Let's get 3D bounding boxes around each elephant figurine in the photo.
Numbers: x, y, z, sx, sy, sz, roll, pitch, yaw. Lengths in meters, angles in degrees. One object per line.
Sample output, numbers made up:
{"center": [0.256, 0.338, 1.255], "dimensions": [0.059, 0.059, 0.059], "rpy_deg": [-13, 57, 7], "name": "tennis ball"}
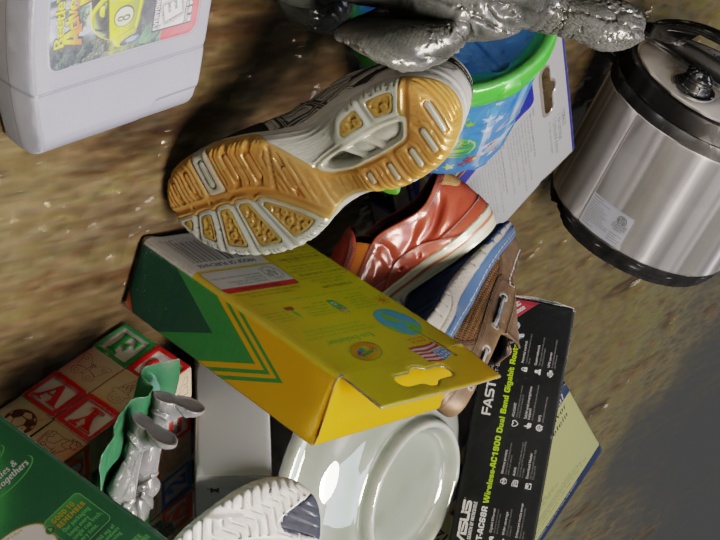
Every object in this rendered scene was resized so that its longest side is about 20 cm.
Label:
{"center": [0.040, -0.174, 0.894], "dimensions": [0.155, 0.200, 0.142], "rpy_deg": [-46, 151, -26], "name": "elephant figurine"}

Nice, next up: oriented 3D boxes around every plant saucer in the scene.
{"center": [0.019, 0.146, 1.104], "dimensions": [0.200, 0.050, 0.200], "rpy_deg": [-27, 125, -46], "name": "plant saucer"}

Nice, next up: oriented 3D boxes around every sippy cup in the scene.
{"center": [0.056, -0.134, 1.058], "dimensions": [0.178, 0.140, 0.130], "rpy_deg": [-22, 153, -13], "name": "sippy cup"}

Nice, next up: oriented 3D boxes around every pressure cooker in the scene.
{"center": [0.276, -0.107, 1.371], "dimensions": [0.179, 0.176, 0.200], "rpy_deg": [-91, -158, -56], "name": "pressure cooker"}

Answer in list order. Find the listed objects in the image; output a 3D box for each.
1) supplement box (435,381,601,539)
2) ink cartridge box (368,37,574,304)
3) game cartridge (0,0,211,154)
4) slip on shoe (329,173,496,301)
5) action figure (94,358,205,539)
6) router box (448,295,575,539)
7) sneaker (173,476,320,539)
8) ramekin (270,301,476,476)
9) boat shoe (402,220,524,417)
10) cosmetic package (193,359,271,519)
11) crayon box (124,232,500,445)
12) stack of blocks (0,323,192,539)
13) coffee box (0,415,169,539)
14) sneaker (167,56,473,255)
{"center": [0.089, 0.176, 1.407], "dimensions": [0.200, 0.134, 0.200], "rpy_deg": [-55, 153, -9], "name": "supplement box"}
{"center": [0.084, -0.097, 1.228], "dimensions": [0.200, 0.047, 0.198], "rpy_deg": [-49, 150, -23], "name": "ink cartridge box"}
{"center": [-0.126, -0.159, 0.810], "dimensions": [0.133, 0.041, 0.200], "rpy_deg": [-24, 137, -44], "name": "game cartridge"}
{"center": [0.000, 0.000, 1.130], "dimensions": [0.200, 0.061, 0.074], "rpy_deg": [-36, -169, 4], "name": "slip on shoe"}
{"center": [-0.146, 0.161, 0.939], "dimensions": [0.200, 0.055, 0.118], "rpy_deg": [-67, 171, 27], "name": "action figure"}
{"center": [0.111, 0.135, 1.208], "dimensions": [0.150, 0.062, 0.200], "rpy_deg": [80, 22, -69], "name": "router box"}
{"center": [-0.097, 0.208, 0.982], "dimensions": [0.199, 0.079, 0.130], "rpy_deg": [-61, -177, -3], "name": "sneaker"}
{"center": [0.001, 0.121, 1.233], "dimensions": [0.200, 0.105, 0.200], "rpy_deg": [-40, 147, -33], "name": "ramekin"}
{"center": [0.072, 0.035, 1.114], "dimensions": [0.072, 0.072, 0.200], "rpy_deg": [-30, -168, 37], "name": "boat shoe"}
{"center": [-0.087, 0.147, 1.072], "dimensions": [0.151, 0.052, 0.200], "rpy_deg": [-93, -174, -48], "name": "cosmetic package"}
{"center": [-0.030, 0.041, 0.981], "dimensions": [0.127, 0.200, 0.051], "rpy_deg": [-8, 124, -51], "name": "crayon box"}
{"center": [-0.166, 0.146, 1.020], "dimensions": [0.115, 0.059, 0.200], "rpy_deg": [-38, 146, -36], "name": "stack of blocks"}
{"center": [-0.197, 0.138, 0.803], "dimensions": [0.123, 0.200, 0.044], "rpy_deg": [-46, 152, -28], "name": "coffee box"}
{"center": [-0.019, -0.070, 0.952], "dimensions": [0.076, 0.200, 0.088], "rpy_deg": [64, 28, -18], "name": "sneaker"}
